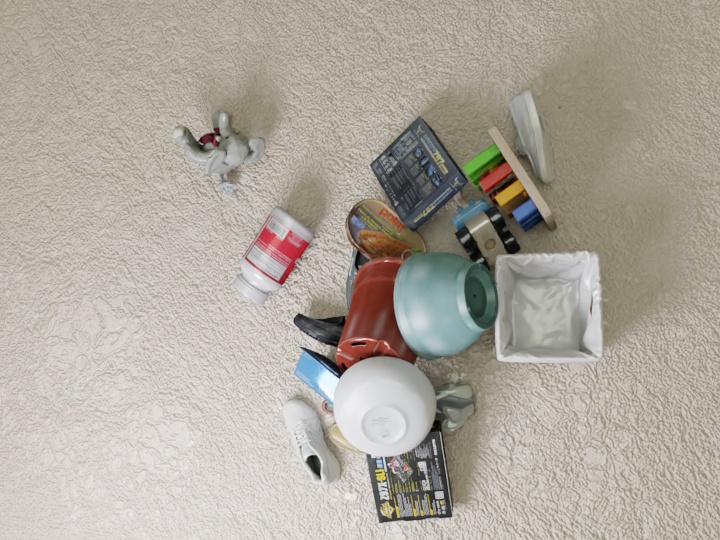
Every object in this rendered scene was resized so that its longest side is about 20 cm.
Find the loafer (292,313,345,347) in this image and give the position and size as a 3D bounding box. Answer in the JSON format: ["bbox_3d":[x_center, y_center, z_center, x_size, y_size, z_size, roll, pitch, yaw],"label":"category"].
[{"bbox_3d":[-0.053,0.131,1.404,0.195,0.068,0.072,21,79,12],"label":"loafer"}]

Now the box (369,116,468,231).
[{"bbox_3d":[0.119,-0.207,1.363,0.157,0.051,0.203,-42,49,18],"label":"box"}]

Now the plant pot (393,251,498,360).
[{"bbox_3d":[0.172,0.057,1.190,0.132,0.197,0.207,-13,77,42],"label":"plant pot"}]

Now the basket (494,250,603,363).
[{"bbox_3d":[0.362,0.077,1.248,0.193,0.161,0.205,-2,81,15],"label":"basket"}]

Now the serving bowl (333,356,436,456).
[{"bbox_3d":[0.043,0.262,1.168,0.193,0.066,0.206,2,115,3],"label":"serving bowl"}]

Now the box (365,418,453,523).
[{"bbox_3d":[0.097,0.401,1.280,0.155,0.050,0.206,-8,108,11],"label":"box"}]

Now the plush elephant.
[{"bbox_3d":[-0.314,-0.290,1.481,0.153,0.163,0.205,-23,92,51],"label":"plush elephant"}]

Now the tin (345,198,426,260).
[{"bbox_3d":[0.054,-0.067,1.376,0.199,0.042,0.113,40,79,-8],"label":"tin"}]

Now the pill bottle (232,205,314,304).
[{"bbox_3d":[-0.198,-0.031,1.441,0.111,0.112,0.203,35,92,17],"label":"pill bottle"}]

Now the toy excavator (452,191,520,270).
[{"bbox_3d":[0.228,-0.117,1.353,0.099,0.201,0.196,-33,116,6],"label":"toy excavator"}]

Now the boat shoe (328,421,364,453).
[{"bbox_3d":[0.021,0.352,1.343,0.194,0.076,0.074,4,82,16],"label":"boat shoe"}]

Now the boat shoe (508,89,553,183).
[{"bbox_3d":[0.356,-0.277,1.355,0.067,0.071,0.206,-17,84,33],"label":"boat shoe"}]

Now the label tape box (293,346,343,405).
[{"bbox_3d":[-0.060,0.230,1.307,0.142,0.200,0.067,35,88,18],"label":"label tape box"}]

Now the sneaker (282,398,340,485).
[{"bbox_3d":[-0.110,0.365,1.377,0.070,0.080,0.203,-36,73,9],"label":"sneaker"}]

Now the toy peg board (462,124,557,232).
[{"bbox_3d":[0.295,-0.156,1.285,0.097,0.199,0.203,-33,75,15],"label":"toy peg board"}]

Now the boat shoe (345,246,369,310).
[{"bbox_3d":[0.000,0.000,1.409,0.071,0.062,0.207,8,84,16],"label":"boat shoe"}]

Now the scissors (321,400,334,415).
[{"bbox_3d":[0.010,0.285,1.391,0.194,0.014,0.076,4,80,14],"label":"scissors"}]

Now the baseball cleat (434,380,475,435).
[{"bbox_3d":[0.139,0.291,1.323,0.194,0.070,0.110,-14,78,12],"label":"baseball cleat"}]

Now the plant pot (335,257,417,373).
[{"bbox_3d":[0.048,0.116,1.265,0.195,0.205,0.197,10,42,16],"label":"plant pot"}]
